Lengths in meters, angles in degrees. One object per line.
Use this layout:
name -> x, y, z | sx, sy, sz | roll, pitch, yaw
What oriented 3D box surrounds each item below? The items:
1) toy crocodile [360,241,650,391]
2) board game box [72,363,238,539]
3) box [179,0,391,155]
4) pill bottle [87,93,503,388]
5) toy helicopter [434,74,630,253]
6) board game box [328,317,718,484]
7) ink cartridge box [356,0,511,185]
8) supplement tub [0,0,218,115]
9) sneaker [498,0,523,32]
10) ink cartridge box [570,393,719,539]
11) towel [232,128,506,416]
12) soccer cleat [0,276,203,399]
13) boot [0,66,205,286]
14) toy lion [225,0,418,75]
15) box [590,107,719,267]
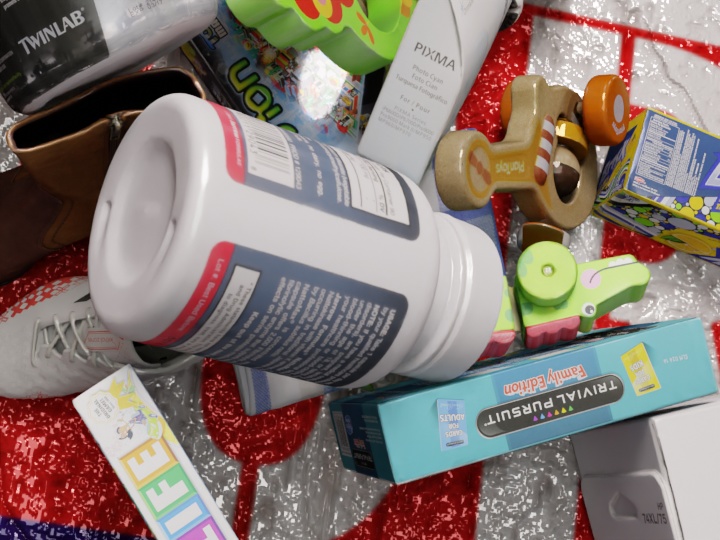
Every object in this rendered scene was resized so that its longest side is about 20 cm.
toy crocodile -> 0.081, 0.027, 0.769 | 0.196, 0.068, 0.063 | -9, 70, -2
board game box -> -0.105, 0.129, 0.691 | 0.034, 0.200, 0.135 | -31, 85, -14
box -> -0.040, -0.129, 0.840 | 0.109, 0.035, 0.201 | -35, 87, -15
pill bottle -> -0.028, -0.004, 0.646 | 0.198, 0.119, 0.122 | 17, 75, -33
toy helicopter -> 0.102, -0.056, 0.793 | 0.078, 0.199, 0.135 | 3, 98, 33
board game box -> 0.091, 0.078, 0.762 | 0.197, 0.151, 0.048 | -14, 88, -12
ink cartridge box -> 0.071, -0.171, 0.746 | 0.047, 0.202, 0.161 | 28, 35, 2
supplement tub -> -0.164, -0.192, 0.623 | 0.121, 0.122, 0.202 | -27, 98, -14
sneaker -> 0.032, -0.245, 0.867 | 0.198, 0.074, 0.081 | 31, 60, -8
ink cartridge box -> 0.258, 0.147, 0.783 | 0.197, 0.147, 0.149 | -11, 82, -12
towel -> 0.000, 0.000, 0.803 | 0.197, 0.024, 0.149 | -16, 105, -14
soccer cleat -> -0.144, 0.036, 0.736 | 0.197, 0.085, 0.070 | -14, 102, 9
boot -> -0.182, -0.044, 0.710 | 0.185, 0.200, 0.070 | -16, 87, -13
toy lion -> -0.032, -0.194, 0.727 | 0.201, 0.068, 0.193 | 51, 34, -32
box -> 0.265, -0.039, 0.861 | 0.197, 0.070, 0.065 | 22, 77, -6
